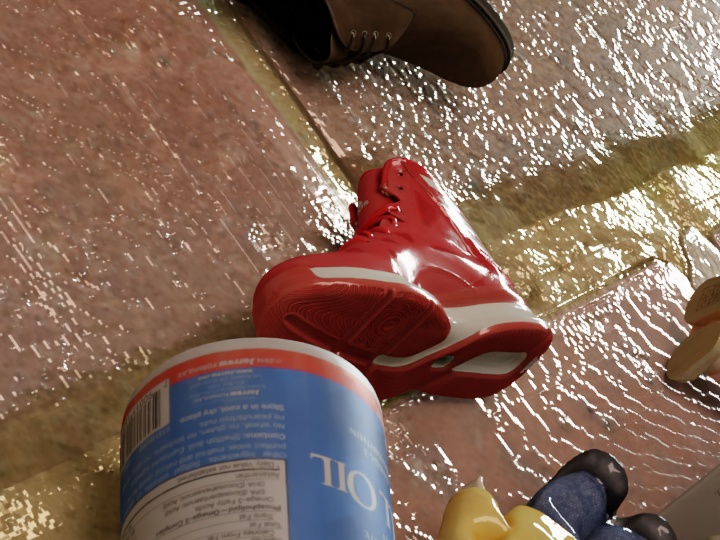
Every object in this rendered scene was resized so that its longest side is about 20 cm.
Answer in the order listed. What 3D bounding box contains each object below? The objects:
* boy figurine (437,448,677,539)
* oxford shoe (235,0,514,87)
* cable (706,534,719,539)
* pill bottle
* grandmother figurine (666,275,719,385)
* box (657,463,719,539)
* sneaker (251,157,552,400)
[{"bbox_3d":[0.077,0.154,1.063,0.124,0.064,0.200,50,36,5],"label":"boy figurine"},{"bbox_3d":[-0.003,-0.136,1.274,0.199,0.073,0.085,23,58,-27],"label":"oxford shoe"},{"bbox_3d":[0.136,0.197,1.086,0.050,0.097,0.200,42,55,-3],"label":"cable"},{"bbox_3d":[-0.038,0.134,0.919,0.112,0.112,0.201,23,42,-29],"label":"pill bottle"},{"bbox_3d":[0.267,0.080,1.347,0.200,0.060,0.122,37,63,-18],"label":"grandmother figurine"},{"bbox_3d":[0.287,0.132,1.184,0.198,0.200,0.131,2,53,-45],"label":"box"},{"bbox_3d":[0.000,0.000,1.142,0.200,0.078,0.116,17,35,-53],"label":"sneaker"}]
